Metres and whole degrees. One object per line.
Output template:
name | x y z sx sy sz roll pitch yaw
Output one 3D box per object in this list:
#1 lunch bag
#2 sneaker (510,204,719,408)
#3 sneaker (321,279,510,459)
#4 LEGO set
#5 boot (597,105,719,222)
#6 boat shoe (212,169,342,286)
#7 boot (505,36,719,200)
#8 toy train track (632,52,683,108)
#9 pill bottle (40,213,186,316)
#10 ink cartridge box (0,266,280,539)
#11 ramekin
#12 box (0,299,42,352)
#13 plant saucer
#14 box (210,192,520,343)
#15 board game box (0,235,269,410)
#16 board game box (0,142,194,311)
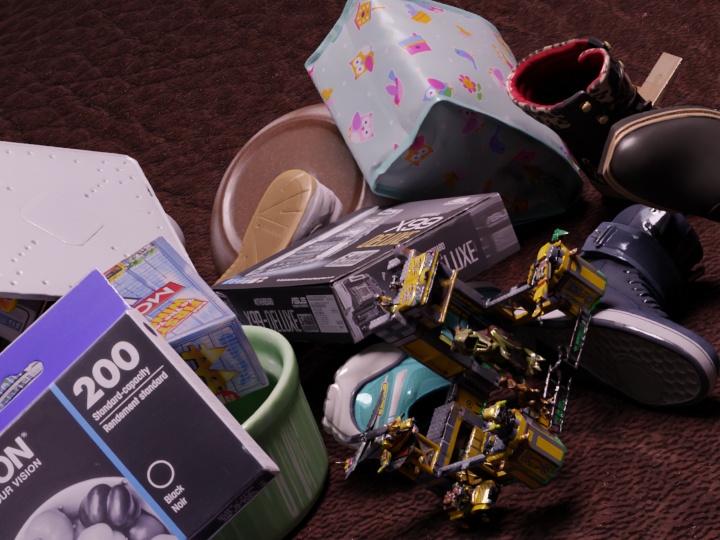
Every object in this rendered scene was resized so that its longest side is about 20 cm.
lunch bag | 0.077 -0.127 1.717 0.122 0.199 0.171 -52 45 26
sneaker | 0.205 0.019 1.462 0.146 0.077 0.202 -39 26 -22
sneaker | 0.052 0.077 1.521 0.079 0.078 0.200 29 44 21
LEGO set | 0.066 0.054 1.392 0.154 0.116 0.201 -18 45 55
boot | 0.275 -0.051 1.441 0.199 0.078 0.138 6 20 -21
boat shoe | -0.073 0.021 1.701 0.071 0.069 0.200 31 90 47
boot | 0.219 -0.113 1.607 0.200 0.150 0.073 5 66 46
toy train track | 0.258 -0.108 1.709 0.200 0.033 0.115 28 84 51
pill bottle | -0.204 0.026 1.795 0.112 0.113 0.200 -18 24 16
ink cartridge box | -0.190 0.127 1.394 0.198 0.200 0.043 -44 -18 -1
ramekin | -0.120 0.136 1.511 0.199 0.098 0.200 -21 24 10
box | -0.308 0.070 1.725 0.117 0.060 0.200 -76 11 -59
plant saucer | -0.050 -0.059 1.782 0.200 0.037 0.201 -13 61 24
box | 0.000 0.000 1.578 0.157 0.050 0.200 -29 12 -27
board game box | -0.163 0.066 1.496 0.200 0.062 0.200 -36 25 -22
board game box | -0.242 -0.032 1.694 0.199 0.026 0.200 5 36 -33
